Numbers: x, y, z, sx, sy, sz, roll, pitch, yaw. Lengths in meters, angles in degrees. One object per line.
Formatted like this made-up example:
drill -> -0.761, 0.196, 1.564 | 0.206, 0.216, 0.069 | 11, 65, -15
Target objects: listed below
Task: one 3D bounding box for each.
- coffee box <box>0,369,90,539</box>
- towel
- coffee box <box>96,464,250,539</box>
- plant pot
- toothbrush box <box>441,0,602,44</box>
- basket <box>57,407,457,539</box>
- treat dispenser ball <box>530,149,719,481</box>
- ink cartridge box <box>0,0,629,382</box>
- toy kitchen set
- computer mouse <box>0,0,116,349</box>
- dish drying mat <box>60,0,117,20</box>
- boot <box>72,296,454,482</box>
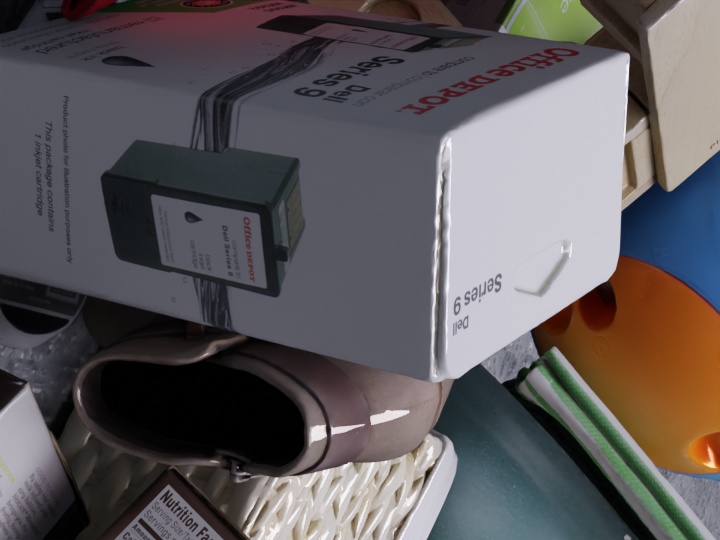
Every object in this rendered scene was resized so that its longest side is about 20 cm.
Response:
coffee box -> -0.203, 0.110, 0.600 | 0.200, 0.112, 0.080 | -47, 142, -31
towel -> 0.123, 0.109, 0.877 | 0.023, 0.153, 0.200 | -40, 173, -6
coffee box -> -0.110, 0.173, 0.633 | 0.200, 0.080, 0.114 | -45, 176, -14
plant pot -> 0.051, 0.148, 0.906 | 0.134, 0.200, 0.201 | -41, 142, -6
toothbrush box -> 0.092, -0.119, 0.950 | 0.146, 0.086, 0.200 | -59, 148, -16
basket -> -0.070, 0.122, 0.792 | 0.201, 0.135, 0.123 | -60, 142, -15
treat dispenser ball -> 0.179, 0.003, 0.883 | 0.200, 0.200, 0.202 | -32, 132, -44
ink cartridge box -> -0.021, -0.040, 0.633 | 0.146, 0.199, 0.085 | -29, 125, -54
toy kitchen set -> 0.085, -0.139, 0.746 | 0.200, 0.181, 0.163 | -39, 159, -3
computer mouse -> -0.122, -0.071, 0.695 | 0.110, 0.044, 0.202 | 24, 80, -63
dish drying mat -> -0.042, -0.152, 0.701 | 0.077, 0.018, 0.200 | -38, -178, 37
boot -> -0.058, 0.031, 0.663 | 0.146, 0.198, 0.071 | -20, 109, -60
